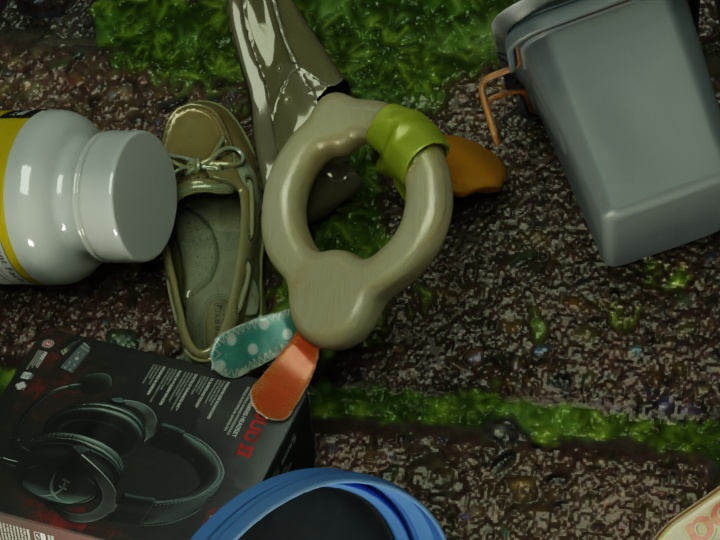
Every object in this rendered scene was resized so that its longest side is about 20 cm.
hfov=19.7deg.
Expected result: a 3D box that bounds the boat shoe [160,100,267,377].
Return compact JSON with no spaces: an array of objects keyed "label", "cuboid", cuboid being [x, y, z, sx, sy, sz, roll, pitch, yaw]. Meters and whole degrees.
[{"label":"boat shoe","cuboid":[-0.098,-0.026,1.323,0.073,0.063,0.201,-8,66,9]}]

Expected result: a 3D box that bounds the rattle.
[{"label":"rattle","cuboid":[0.000,0.000,1.279,0.130,0.143,0.201,15,88,14]}]

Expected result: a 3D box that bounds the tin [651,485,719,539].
[{"label":"tin","cuboid":[0.252,0.164,1.202,0.200,0.042,0.112,-34,72,-3]}]

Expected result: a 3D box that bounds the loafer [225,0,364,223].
[{"label":"loafer","cuboid":[-0.041,-0.124,1.348,0.067,0.076,0.201,-12,78,5]}]

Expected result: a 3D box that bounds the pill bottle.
[{"label":"pill bottle","cuboid":[-0.222,-0.046,1.310,0.199,0.111,0.112,1,70,24]}]

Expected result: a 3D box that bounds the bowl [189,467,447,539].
[{"label":"bowl","cuboid":[-0.035,0.205,1.166,0.039,0.201,0.201,25,74,49]}]

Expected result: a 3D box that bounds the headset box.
[{"label":"headset box","cuboid":[-0.127,0.129,1.237,0.199,0.077,0.149,12,45,16]}]

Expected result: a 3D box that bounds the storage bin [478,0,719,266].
[{"label":"storage bin","cuboid":[0.154,-0.085,1.235,0.145,0.200,0.135,-19,77,4]}]
